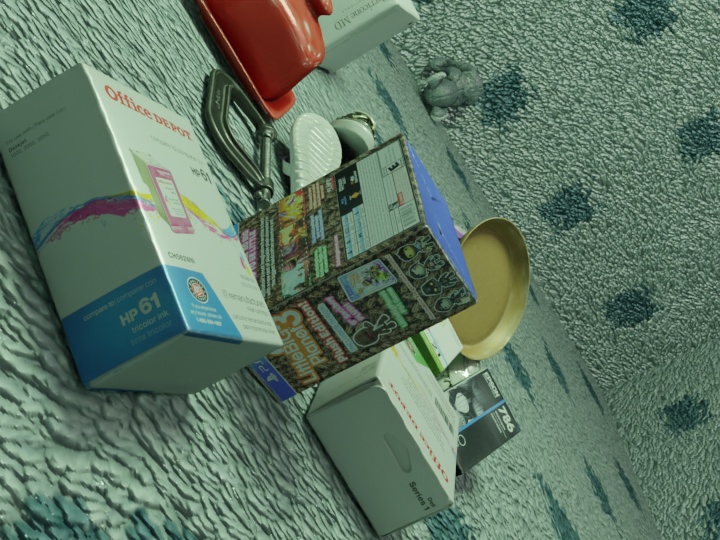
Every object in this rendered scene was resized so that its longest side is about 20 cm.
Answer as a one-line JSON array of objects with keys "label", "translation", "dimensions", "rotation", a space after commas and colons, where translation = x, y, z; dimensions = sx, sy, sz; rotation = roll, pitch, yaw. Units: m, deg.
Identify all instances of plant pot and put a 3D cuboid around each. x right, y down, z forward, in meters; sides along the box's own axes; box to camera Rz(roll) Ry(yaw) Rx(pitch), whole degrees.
[{"label": "plant pot", "translation": [0.170, 0.024, 1.396], "dimensions": [0.200, 0.027, 0.201], "rotation": [-15, 110, -45]}]

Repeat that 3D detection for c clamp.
[{"label": "c clamp", "translation": [-0.125, -0.141, 1.154], "dimensions": [0.171, 0.027, 0.200], "rotation": [45, 22, -36]}]

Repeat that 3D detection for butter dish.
[{"label": "butter dish", "translation": [-0.104, -0.321, 1.313], "dimensions": [0.200, 0.148, 0.200], "rotation": [58, 14, -12]}]

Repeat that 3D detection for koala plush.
[{"label": "koala plush", "translation": [0.269, -0.566, 3.145], "dimensions": [0.200, 0.183, 0.178], "rotation": [-33, 127, -50]}]

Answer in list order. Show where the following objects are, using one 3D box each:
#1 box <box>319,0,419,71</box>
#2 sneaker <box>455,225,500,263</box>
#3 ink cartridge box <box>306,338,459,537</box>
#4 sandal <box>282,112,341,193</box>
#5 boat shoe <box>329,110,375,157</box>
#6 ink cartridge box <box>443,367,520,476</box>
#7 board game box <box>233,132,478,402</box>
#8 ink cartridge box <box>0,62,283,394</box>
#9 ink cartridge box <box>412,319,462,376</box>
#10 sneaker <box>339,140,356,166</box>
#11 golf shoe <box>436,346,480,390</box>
[{"label": "box", "translation": [-0.031, -0.482, 1.789], "dimensions": [0.172, 0.199, 0.200], "rotation": [62, 15, 1]}, {"label": "sneaker", "translation": [0.139, -0.035, 1.517], "dimensions": [0.088, 0.080, 0.200], "rotation": [47, -7, -20]}, {"label": "ink cartridge box", "translation": [0.029, 0.149, 1.009], "dimensions": [0.145, 0.084, 0.200], "rotation": [59, 13, -9]}, {"label": "sandal", "translation": [-0.070, -0.125, 1.276], "dimensions": [0.082, 0.050, 0.203], "rotation": [36, 38, -30]}, {"label": "boat shoe", "translation": [-0.013, -0.196, 1.425], "dimensions": [0.071, 0.064, 0.200], "rotation": [38, -8, -10]}, {"label": "ink cartridge box", "translation": [0.147, 0.191, 1.308], "dimensions": [0.200, 0.039, 0.100], "rotation": [-21, 81, -54]}, {"label": "board game box", "translation": [-0.016, -0.004, 0.897], "dimensions": [0.097, 0.200, 0.160], "rotation": [54, 16, -33]}, {"label": "ink cartridge box", "translation": [-0.151, -0.024, 0.690], "dimensions": [0.200, 0.085, 0.144], "rotation": [64, 14, 16]}, {"label": "ink cartridge box", "translation": [0.070, 0.050, 1.294], "dimensions": [0.148, 0.076, 0.200], "rotation": [62, 26, -2]}, {"label": "sneaker", "translation": [-0.022, -0.102, 1.409], "dimensions": [0.200, 0.072, 0.083], "rotation": [56, -15, -18]}, {"label": "golf shoe", "translation": [0.127, 0.157, 1.385], "dimensions": [0.097, 0.078, 0.200], "rotation": [24, 38, -59]}]
